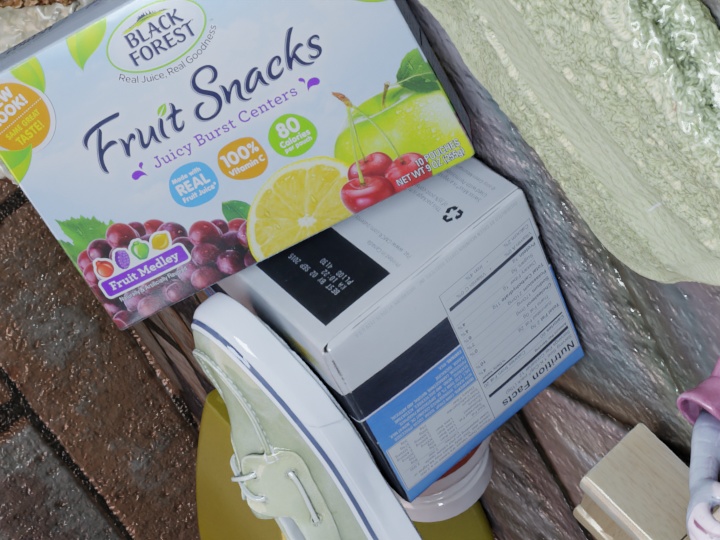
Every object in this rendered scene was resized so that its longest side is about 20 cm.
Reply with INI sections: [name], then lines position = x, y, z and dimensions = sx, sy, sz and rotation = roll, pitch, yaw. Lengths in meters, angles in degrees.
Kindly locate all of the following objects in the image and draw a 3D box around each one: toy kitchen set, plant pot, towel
[toy kitchen set]
position = 0.148, 0.193, 0.706
dimensions = 0.200, 0.180, 0.163
rotation = 44, 164, 18
[plant pot]
position = -0.028, 0.170, 1.284
dimensions = 0.200, 0.199, 0.177
rotation = 39, 150, 47
[towel]
position = 0.083, -0.076, 0.557
dimensions = 0.200, 0.036, 0.148
rotation = 54, 166, -4

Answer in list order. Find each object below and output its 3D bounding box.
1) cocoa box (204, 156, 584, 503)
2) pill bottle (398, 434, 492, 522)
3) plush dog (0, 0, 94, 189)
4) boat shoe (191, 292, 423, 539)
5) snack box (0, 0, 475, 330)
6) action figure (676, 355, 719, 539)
[cocoa box]
position = 0.000, 0.000, 0.827
dimensions = 0.200, 0.133, 0.131
rotation = 39, 162, 46
[pill bottle]
position = 0.025, 0.077, 0.991
dimensions = 0.112, 0.112, 0.200
rotation = 41, 163, 41
[plush dog]
position = -0.202, -0.151, 0.933
dimensions = 0.171, 0.161, 0.200
rotation = 4, 160, 32
[boat shoe]
position = -0.032, 0.100, 0.767
dimensions = 0.200, 0.062, 0.072
rotation = 57, 165, -26
[snack box]
position = -0.065, -0.077, 0.720
dimensions = 0.143, 0.199, 0.053
rotation = 58, -166, -21
[action figure]
position = 0.176, 0.043, 0.480
dimensions = 0.201, 0.133, 0.149
rotation = 67, -153, -8
